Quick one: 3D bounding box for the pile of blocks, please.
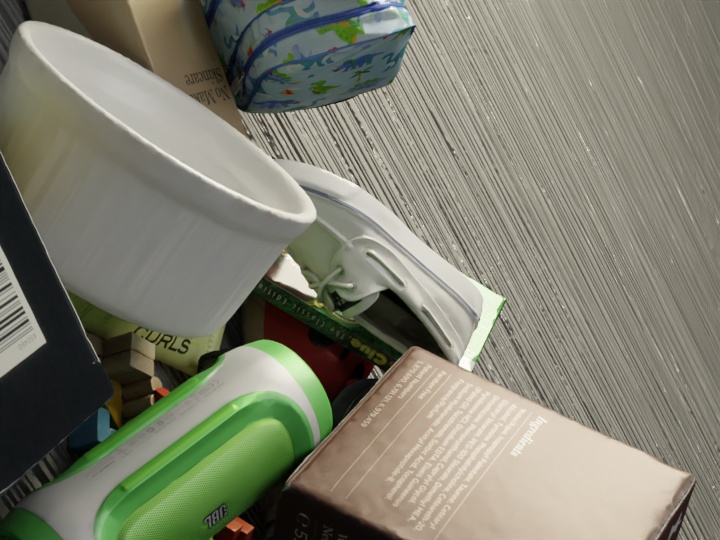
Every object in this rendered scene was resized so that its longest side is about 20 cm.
[{"bbox_3d":[-0.122,0.122,1.062,0.200,0.062,0.082,61,30,-20],"label":"pile of blocks"}]

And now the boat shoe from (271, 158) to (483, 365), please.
[{"bbox_3d":[0.000,0.000,1.143,0.200,0.074,0.065,33,55,-21],"label":"boat shoe"}]

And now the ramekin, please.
[{"bbox_3d":[-0.133,-0.048,0.998,0.200,0.098,0.201,33,11,-8],"label":"ramekin"}]

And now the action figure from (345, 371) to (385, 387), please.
[{"bbox_3d":[0.051,0.142,1.285,0.065,0.099,0.200,-49,153,-22],"label":"action figure"}]

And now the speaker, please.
[{"bbox_3d":[-0.109,0.121,0.987,0.200,0.088,0.089,-36,108,-33],"label":"speaker"}]

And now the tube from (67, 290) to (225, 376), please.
[{"bbox_3d":[-0.141,0.019,1.098,0.200,0.058,0.052,24,31,-58],"label":"tube"}]

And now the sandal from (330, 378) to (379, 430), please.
[{"bbox_3d":[0.045,0.125,1.205,0.200,0.043,0.076,21,84,-46],"label":"sandal"}]

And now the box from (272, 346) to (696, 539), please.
[{"bbox_3d":[0.067,0.184,1.048,0.164,0.200,0.166,-43,150,-48],"label":"box"}]

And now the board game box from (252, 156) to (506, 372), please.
[{"bbox_3d":[-0.001,0.008,1.220,0.200,0.023,0.105,32,46,-1],"label":"board game box"}]

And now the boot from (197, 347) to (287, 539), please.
[{"bbox_3d":[-0.052,0.152,1.159,0.200,0.068,0.131,55,33,-41],"label":"boot"}]

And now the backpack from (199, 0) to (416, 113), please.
[{"bbox_3d":[-0.034,-0.179,1.187,0.200,0.163,0.154,104,-28,-61],"label":"backpack"}]

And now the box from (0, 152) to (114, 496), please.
[{"bbox_3d":[-0.237,0.034,0.758,0.149,0.200,0.107,67,28,-12],"label":"box"}]

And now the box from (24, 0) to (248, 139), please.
[{"bbox_3d":[-0.140,-0.113,1.143,0.095,0.078,0.201,-31,102,-62],"label":"box"}]

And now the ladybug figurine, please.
[{"bbox_3d":[-0.027,0.028,1.274,0.136,0.072,0.200,52,34,-34],"label":"ladybug figurine"}]
